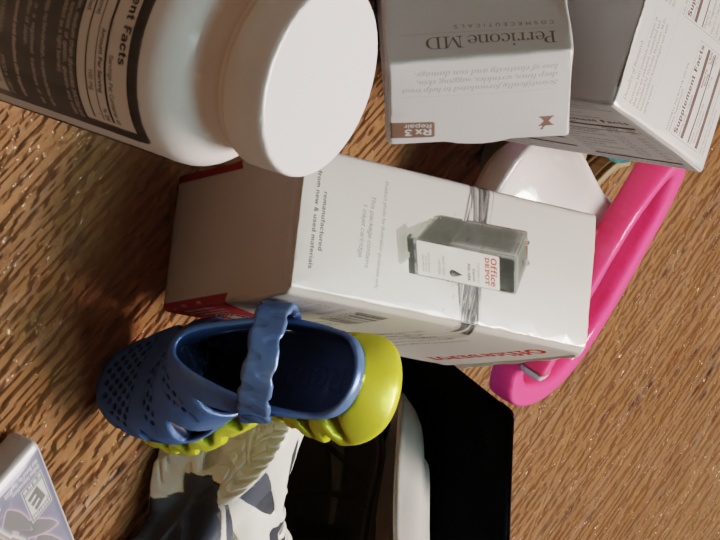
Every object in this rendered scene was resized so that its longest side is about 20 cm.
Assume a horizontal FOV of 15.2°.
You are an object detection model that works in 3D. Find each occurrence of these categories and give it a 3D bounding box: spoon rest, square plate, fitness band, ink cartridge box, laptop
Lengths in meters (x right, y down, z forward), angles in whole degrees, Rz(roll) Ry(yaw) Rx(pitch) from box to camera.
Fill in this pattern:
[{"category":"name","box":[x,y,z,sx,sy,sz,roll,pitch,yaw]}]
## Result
[{"category":"spoon rest","box":[0.128,-0.044,1.796,0.100,0.060,0.200,-64,159,8]},{"category":"square plate","box":[0.018,0.216,1.723,0.199,0.028,0.201,-89,-172,-46]},{"category":"fitness band","box":[0.150,0.004,1.758,0.201,0.037,0.144,-62,165,23]},{"category":"ink cartridge box","box":[0.012,-0.004,1.523,0.199,0.147,0.083,12,79,-31]},{"category":"laptop","box":[0.077,0.109,1.781,0.200,0.115,0.188,-52,148,-53]}]

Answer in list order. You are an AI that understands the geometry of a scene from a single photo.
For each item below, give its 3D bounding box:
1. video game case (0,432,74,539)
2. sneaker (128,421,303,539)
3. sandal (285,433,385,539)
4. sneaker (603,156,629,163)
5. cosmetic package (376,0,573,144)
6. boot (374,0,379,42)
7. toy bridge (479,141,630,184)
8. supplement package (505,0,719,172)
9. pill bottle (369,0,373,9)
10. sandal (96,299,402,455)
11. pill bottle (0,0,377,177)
[{"category":"video game case","box":[-0.220,0.217,1.476,0.200,0.023,0.183,-51,145,-32]},{"category":"sneaker","box":[-0.068,0.145,1.633,0.130,0.079,0.200,33,78,-61]},{"category":"sandal","box":[-0.030,0.183,1.738,0.055,0.081,0.201,31,72,-73]},{"category":"sneaker","box":[0.175,-0.124,1.838,0.080,0.077,0.200,54,24,-8]},{"category":"cosmetic package","box":[0.056,-0.168,1.452,0.074,0.101,0.201,88,-2,-53]},{"category":"boot","box":[0.070,-0.194,1.557,0.200,0.188,0.069,-56,136,-21]},{"category":"toy bridge","box":[0.143,-0.075,1.912,0.200,0.027,0.068,-8,116,-58]},{"category":"supplement package","box":[0.143,-0.179,1.606,0.111,0.155,0.201,29,76,-49]},{"category":"pill bottle","box":[-0.048,-0.177,1.443,0.112,0.112,0.201,-39,138,-43]},{"category":"sandal","box":[-0.074,0.052,1.465,0.087,0.199,0.080,29,61,-43]},{"category":"pill bottle","box":[-0.099,-0.116,1.303,0.116,0.199,0.116,-37,137,-45]}]
